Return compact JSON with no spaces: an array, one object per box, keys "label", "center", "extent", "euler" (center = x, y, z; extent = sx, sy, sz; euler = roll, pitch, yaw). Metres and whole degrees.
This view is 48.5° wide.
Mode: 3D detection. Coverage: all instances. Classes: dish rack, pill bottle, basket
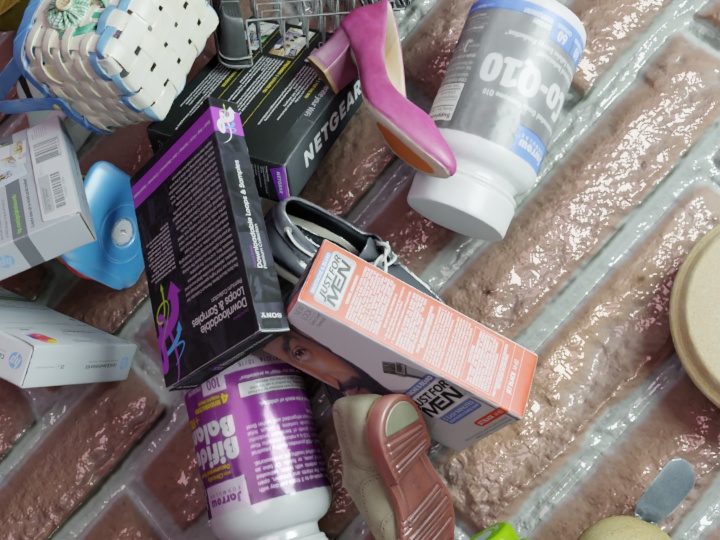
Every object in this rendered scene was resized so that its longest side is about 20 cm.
[{"label":"dish rack","center":[-0.052,-0.272,0.802],"extent":[0.196,0.055,0.155],"euler":[-8,47,-9]},{"label":"pill bottle","center":[-0.088,0.172,0.711],"extent":[0.111,0.112,0.203],"euler":[-20,72,10]},{"label":"pill bottle","center":[0.120,-0.138,0.724],"extent":[0.112,0.114,0.203],"euler":[19,83,19]},{"label":"basket","center":[-0.244,-0.221,0.742],"extent":[0.197,0.139,0.179],"euler":[5,64,36]}]

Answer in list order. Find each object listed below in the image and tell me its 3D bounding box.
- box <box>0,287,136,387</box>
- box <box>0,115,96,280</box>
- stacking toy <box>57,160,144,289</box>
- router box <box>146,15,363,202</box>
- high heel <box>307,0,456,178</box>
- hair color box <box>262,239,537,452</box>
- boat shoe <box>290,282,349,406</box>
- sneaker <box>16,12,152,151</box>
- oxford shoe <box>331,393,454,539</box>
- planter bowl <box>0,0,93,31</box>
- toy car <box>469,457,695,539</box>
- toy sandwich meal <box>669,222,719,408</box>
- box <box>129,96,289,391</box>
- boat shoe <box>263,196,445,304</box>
[{"label":"box","center":[-0.344,0.057,0.778],"extent":[0.197,0.156,0.042],"euler":[18,91,18]},{"label":"box","center":[-0.350,-0.049,0.725],"extent":[0.197,0.042,0.157],"euler":[-24,49,-9]},{"label":"stacking toy","center":[-0.316,-0.061,0.845],"extent":[0.197,0.116,0.111],"euler":[17,79,30]},{"label":"router box","center":[-0.089,-0.162,0.774],"extent":[0.147,0.052,0.201],"euler":[17,52,19]},{"label":"high heel","center":[0.040,-0.162,0.693],"extent":[0.096,0.068,0.200],"euler":[-40,52,-2]},{"label":"hair color box","center":[0.030,0.068,0.656],"extent":[0.198,0.111,0.065],"euler":[29,57,-7]},{"label":"boat shoe","center":[-0.031,0.049,0.753],"extent":[0.066,0.069,0.202],"euler":[-40,70,42]},{"label":"sneaker","center":[-0.306,-0.232,0.875],"extent":[0.200,0.074,0.119],"euler":[-43,65,13]},{"label":"oxford shoe","center":[0.028,0.191,0.676],"extent":[0.074,0.070,0.203],"euler":[2,111,41]},{"label":"planter bowl","center":[-0.341,-0.326,0.897],"extent":[0.198,0.083,0.203],"euler":[-20,50,25]},{"label":"toy car","center":[0.201,0.243,0.604],"extent":[0.198,0.158,0.166],"euler":[-31,83,-6]},{"label":"toy sandwich meal","center":[0.352,0.045,0.645],"extent":[0.202,0.070,0.209],"euler":[-6,73,18]},{"label":"box","center":[-0.132,-0.018,0.666],"extent":[0.142,0.036,0.203],"euler":[-31,65,41]},{"label":"boat shoe","center":[0.000,0.000,0.709],"extent":[0.198,0.063,0.073],"euler":[29,49,-10]}]
